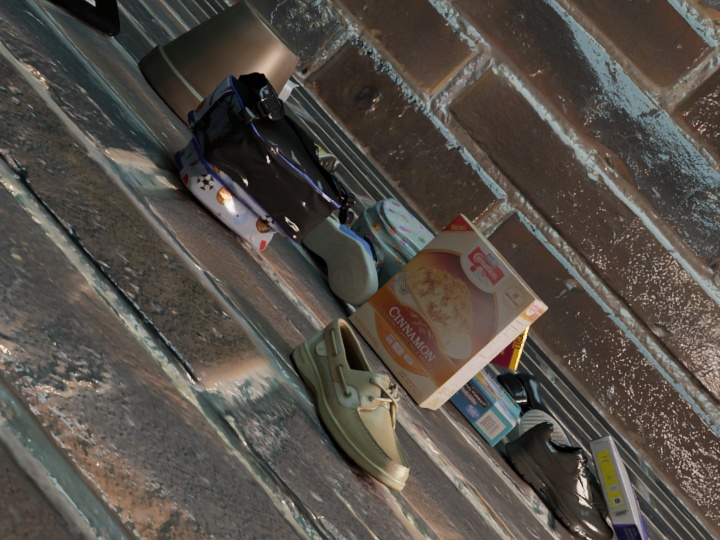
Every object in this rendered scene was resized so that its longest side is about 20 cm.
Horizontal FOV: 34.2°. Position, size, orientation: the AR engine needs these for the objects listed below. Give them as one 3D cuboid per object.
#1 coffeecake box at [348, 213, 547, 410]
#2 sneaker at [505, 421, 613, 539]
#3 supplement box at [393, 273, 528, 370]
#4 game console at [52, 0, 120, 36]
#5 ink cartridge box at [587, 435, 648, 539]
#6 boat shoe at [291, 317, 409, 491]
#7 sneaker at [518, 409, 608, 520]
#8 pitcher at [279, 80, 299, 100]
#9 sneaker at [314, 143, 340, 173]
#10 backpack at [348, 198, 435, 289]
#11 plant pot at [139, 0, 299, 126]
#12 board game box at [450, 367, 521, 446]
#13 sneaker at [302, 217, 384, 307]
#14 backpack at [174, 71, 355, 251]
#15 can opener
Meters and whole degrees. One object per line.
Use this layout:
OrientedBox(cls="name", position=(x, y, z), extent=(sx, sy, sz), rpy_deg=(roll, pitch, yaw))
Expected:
OrientedBox(cls="coffeecake box", position=(0.112, 0.054, 1.500), extent=(0.154, 0.200, 0.073), rpy_deg=(50, 9, 22))
OrientedBox(cls="sneaker", position=(0.299, 0.303, 1.667), extent=(0.200, 0.091, 0.076), rpy_deg=(48, 6, -2))
OrientedBox(cls="supplement box", position=(0.139, 0.069, 1.664), extent=(0.199, 0.086, 0.110), rpy_deg=(16, 5, 9))
OrientedBox(cls="game console", position=(-0.430, -0.412, 1.582), extent=(0.200, 0.116, 0.176), rpy_deg=(21, 57, -70))
OrientedBox(cls="ink cartridge box", position=(0.400, 0.381, 1.740), extent=(0.200, 0.047, 0.198), rpy_deg=(-95, 163, -44))
OrientedBox(cls="boat shoe", position=(0.000, 0.120, 1.096), extent=(0.072, 0.065, 0.200), rpy_deg=(39, 11, -42))
OrientedBox(cls="sneaker", position=(0.311, 0.306, 1.799), extent=(0.200, 0.074, 0.082), rpy_deg=(61, 10, 17))
OrientedBox(cls="pitcher", position=(-0.217, -0.417, 2.395), extent=(0.200, 0.121, 0.172), rpy_deg=(55, 20, -25))
OrientedBox(cls="sneaker", position=(-0.096, -0.193, 2.087), extent=(0.090, 0.078, 0.200), rpy_deg=(39, 3, 1))
OrientedBox(cls="backpack", position=(0.065, -0.013, 1.838), extent=(0.200, 0.127, 0.167), rpy_deg=(43, 12, -3))
OrientedBox(cls="plant pot", position=(-0.187, -0.288, 1.690), extent=(0.200, 0.173, 0.200), rpy_deg=(47, 9, -9))
OrientedBox(cls="board game box", position=(0.170, 0.177, 1.750), extent=(0.151, 0.047, 0.200), rpy_deg=(48, 9, 6))
OrientedBox(cls="sneaker", position=(0.001, -0.001, 1.620), extent=(0.111, 0.077, 0.200), rpy_deg=(29, 11, -36))
OrientedBox(cls="backpack", position=(-0.123, -0.131, 1.363), extent=(0.200, 0.154, 0.191), rpy_deg=(49, 14, -34))
OrientedBox(cls="can opener", position=(0.319, 0.262, 2.116), extent=(0.200, 0.078, 0.063), rpy_deg=(57, -26, 36))
